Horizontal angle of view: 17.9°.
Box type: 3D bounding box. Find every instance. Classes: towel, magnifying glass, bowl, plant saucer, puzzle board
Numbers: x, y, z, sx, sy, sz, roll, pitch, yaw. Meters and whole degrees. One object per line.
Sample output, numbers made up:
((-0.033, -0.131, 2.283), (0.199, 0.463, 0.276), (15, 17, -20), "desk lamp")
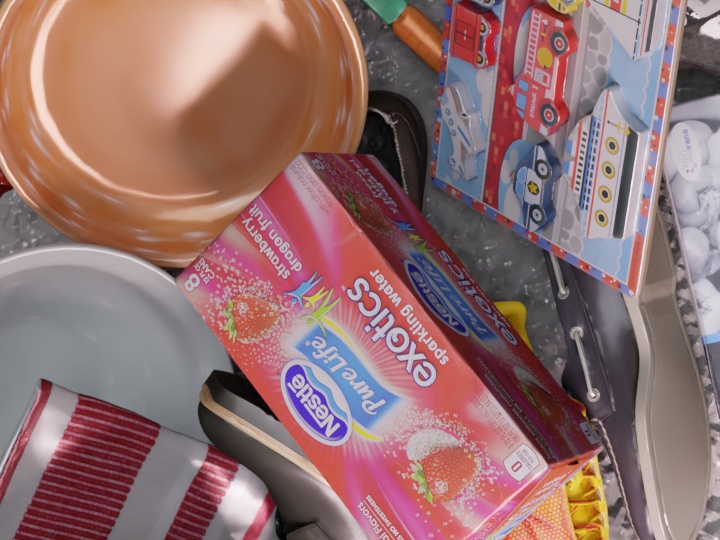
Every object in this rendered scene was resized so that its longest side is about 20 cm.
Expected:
((-0.111, 0.158, 1.211), (0.199, 0.023, 0.145), (25, 91, -24), "towel")
((0.006, -0.153, 1.248), (0.200, 0.080, 0.022), (41, 94, 0), "magnifying glass")
((-0.171, 0.077, 1.230), (0.199, 0.090, 0.203), (-5, 103, -20), "bowl")
((-0.095, -0.097, 1.179), (0.198, 0.038, 0.202), (-2, 120, -4), "plant saucer")
((0.095, -0.102, 1.157), (0.150, 0.017, 0.202), (32, 131, 37), "puzzle board")

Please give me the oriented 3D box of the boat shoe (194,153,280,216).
((-0.062, -0.120, 1.257), (0.063, 0.071, 0.202), (-5, 93, 10), "boat shoe")

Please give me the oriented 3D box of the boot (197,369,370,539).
((-0.033, 0.158, 1.197), (0.199, 0.078, 0.139), (37, 98, -15), "boot")

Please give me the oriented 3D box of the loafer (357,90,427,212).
((0.000, 0.000, 1.232), (0.072, 0.071, 0.202), (-4, 85, 10), "loafer")

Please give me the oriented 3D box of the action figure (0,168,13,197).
((-0.187, -0.134, 1.279), (0.065, 0.052, 0.202), (8, 72, -26), "action figure")

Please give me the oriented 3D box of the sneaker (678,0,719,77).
((0.221, -0.146, 1.198), (0.198, 0.091, 0.067), (-11, 54, 12), "sneaker")

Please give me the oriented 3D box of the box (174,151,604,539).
((0.015, 0.047, 1.137), (0.100, 0.095, 0.200), (-43, 75, 19), "box")

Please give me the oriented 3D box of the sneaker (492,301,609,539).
((0.094, 0.113, 1.184), (0.077, 0.073, 0.201), (-30, 85, 40), "sneaker")

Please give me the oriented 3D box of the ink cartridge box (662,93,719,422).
((0.269, -0.010, 1.199), (0.198, 0.043, 0.200), (-14, 83, 8), "ink cartridge box")

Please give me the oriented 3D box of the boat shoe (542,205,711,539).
((0.138, 0.052, 1.215), (0.062, 0.072, 0.202), (-13, 83, 34), "boat shoe")
